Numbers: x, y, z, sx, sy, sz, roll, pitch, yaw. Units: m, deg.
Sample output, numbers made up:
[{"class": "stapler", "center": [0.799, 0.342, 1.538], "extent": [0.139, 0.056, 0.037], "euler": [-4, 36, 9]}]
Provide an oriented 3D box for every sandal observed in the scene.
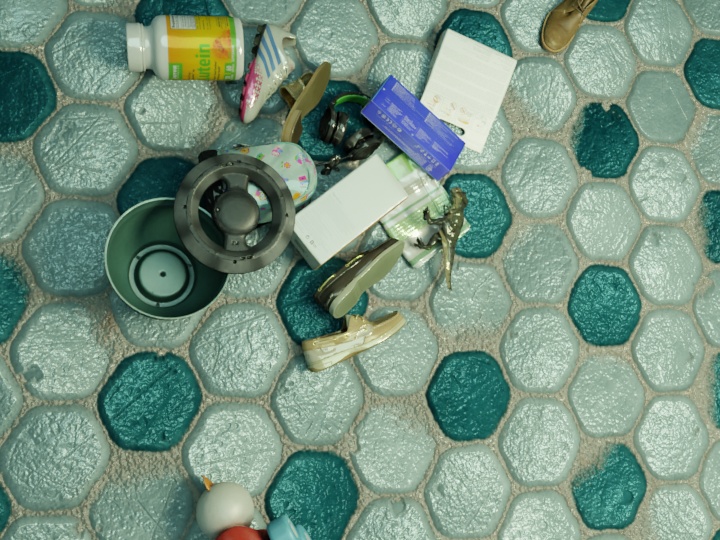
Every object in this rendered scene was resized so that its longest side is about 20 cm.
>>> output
[{"class": "sandal", "center": [-0.121, -0.319, 1.443], "extent": [0.069, 0.078, 0.212], "euler": [16, 58, 9]}]

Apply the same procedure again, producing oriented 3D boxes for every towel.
[{"class": "towel", "center": [0.104, -0.122, 1.502], "extent": [0.149, 0.031, 0.200], "euler": [-35, 90, -18]}]

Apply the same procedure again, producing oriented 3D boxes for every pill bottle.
[{"class": "pill bottle", "center": [-0.313, -0.396, 1.396], "extent": [0.199, 0.111, 0.112], "euler": [-4, 82, -15]}]

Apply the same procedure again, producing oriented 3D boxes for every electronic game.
[{"class": "electronic game", "center": [-0.205, -0.094, 1.284], "extent": [0.199, 0.042, 0.201], "euler": [2, 81, -15]}]

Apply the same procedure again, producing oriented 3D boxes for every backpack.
[{"class": "backpack", "center": [-0.176, -0.149, 1.379], "extent": [0.199, 0.127, 0.168], "euler": [-10, 87, -9]}]

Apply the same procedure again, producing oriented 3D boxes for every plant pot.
[{"class": "plant pot", "center": [-0.327, -0.005, 1.312], "extent": [0.199, 0.134, 0.202], "euler": [5, 74, -19]}]

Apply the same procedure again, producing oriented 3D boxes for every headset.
[{"class": "headset", "center": [-0.020, -0.256, 1.458], "extent": [0.123, 0.094, 0.201], "euler": [33, 63, -7]}]

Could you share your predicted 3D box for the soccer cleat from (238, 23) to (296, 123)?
[{"class": "soccer cleat", "center": [-0.169, -0.362, 1.449], "extent": [0.086, 0.070, 0.201], "euler": [14, 77, -10]}]

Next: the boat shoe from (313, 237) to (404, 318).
[{"class": "boat shoe", "center": [0.000, 0.000, 1.434], "extent": [0.060, 0.072, 0.201], "euler": [35, 62, 26]}]

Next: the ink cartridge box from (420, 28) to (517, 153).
[{"class": "ink cartridge box", "center": [0.205, -0.357, 1.570], "extent": [0.161, 0.050, 0.201], "euler": [21, 94, -11]}]

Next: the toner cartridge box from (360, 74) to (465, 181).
[{"class": "toner cartridge box", "center": [0.103, -0.272, 1.494], "extent": [0.200, 0.043, 0.095], "euler": [41, 50, -11]}]

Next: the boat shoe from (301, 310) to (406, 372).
[{"class": "boat shoe", "center": [-0.013, 0.112, 1.410], "extent": [0.199, 0.074, 0.069], "euler": [-26, 94, -16]}]

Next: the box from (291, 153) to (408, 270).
[{"class": "box", "center": [-0.029, -0.102, 1.404], "extent": [0.200, 0.124, 0.098], "euler": [-38, 92, -9]}]

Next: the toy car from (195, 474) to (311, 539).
[{"class": "toy car", "center": [-0.206, 0.422, 1.289], "extent": [0.184, 0.177, 0.200], "euler": [-31, 61, -4]}]

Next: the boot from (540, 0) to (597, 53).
[{"class": "boot", "center": [0.445, -0.541, 1.637], "extent": [0.074, 0.075, 0.200], "euler": [38, 75, -8]}]

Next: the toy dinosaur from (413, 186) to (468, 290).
[{"class": "toy dinosaur", "center": [0.152, -0.070, 1.470], "extent": [0.088, 0.047, 0.201], "euler": [13, 81, -16]}]
